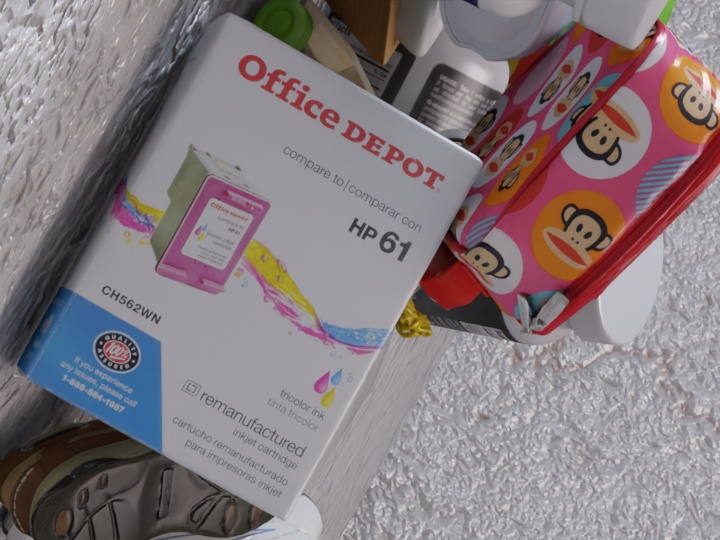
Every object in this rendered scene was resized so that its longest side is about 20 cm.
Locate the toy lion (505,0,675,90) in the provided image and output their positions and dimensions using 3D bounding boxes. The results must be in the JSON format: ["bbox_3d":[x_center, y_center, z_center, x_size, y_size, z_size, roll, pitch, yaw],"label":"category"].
[{"bbox_3d":[0.097,-0.157,1.538,0.069,0.200,0.192,32,73,-57],"label":"toy lion"}]

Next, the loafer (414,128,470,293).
[{"bbox_3d":[0.000,0.000,1.399,0.200,0.072,0.063,-43,-154,10],"label":"loafer"}]

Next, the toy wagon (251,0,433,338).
[{"bbox_3d":[-0.005,-0.050,1.297,0.155,0.040,0.200,44,28,-57],"label":"toy wagon"}]

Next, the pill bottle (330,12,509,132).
[{"bbox_3d":[0.020,-0.103,1.475,0.200,0.116,0.116,-62,173,5],"label":"pill bottle"}]

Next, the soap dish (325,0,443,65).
[{"bbox_3d":[0.039,-0.221,1.303,0.158,0.081,0.200,-59,172,-19],"label":"soap dish"}]

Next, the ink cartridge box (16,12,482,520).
[{"bbox_3d":[-0.054,-0.003,1.164,0.200,0.144,0.085,-61,-172,-6],"label":"ink cartridge box"}]

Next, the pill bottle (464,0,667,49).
[{"bbox_3d":[0.056,-0.184,1.090,0.120,0.200,0.120,-59,172,-13],"label":"pill bottle"}]

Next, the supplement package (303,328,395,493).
[{"bbox_3d":[-0.070,0.078,1.521,0.200,0.117,0.117,-56,171,-40],"label":"supplement package"}]

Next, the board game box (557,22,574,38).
[{"bbox_3d":[0.111,-0.135,1.659,0.105,0.200,0.023,-60,157,-1],"label":"board game box"}]

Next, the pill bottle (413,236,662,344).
[{"bbox_3d":[0.087,-0.016,1.577,0.116,0.200,0.116,-24,119,-54],"label":"pill bottle"}]

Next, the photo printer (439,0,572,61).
[{"bbox_3d":[0.111,-0.208,1.256,0.166,0.069,0.200,-49,165,-58],"label":"photo printer"}]

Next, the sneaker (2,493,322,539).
[{"bbox_3d":[-0.103,0.158,1.355,0.075,0.200,0.087,-56,-144,38],"label":"sneaker"}]

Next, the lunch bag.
[{"bbox_3d":[0.097,-0.047,1.198,0.176,0.082,0.200,-46,-169,7],"label":"lunch bag"}]

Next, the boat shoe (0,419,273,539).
[{"bbox_3d":[-0.110,0.101,1.294,0.200,0.074,0.076,-6,114,-48],"label":"boat shoe"}]
